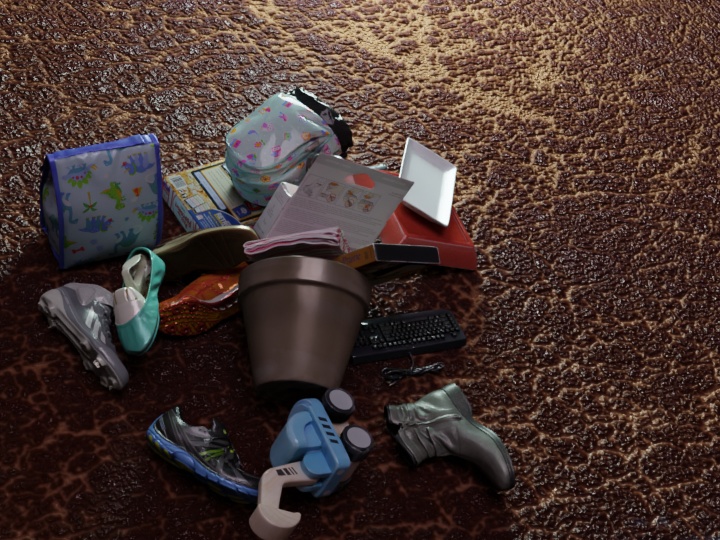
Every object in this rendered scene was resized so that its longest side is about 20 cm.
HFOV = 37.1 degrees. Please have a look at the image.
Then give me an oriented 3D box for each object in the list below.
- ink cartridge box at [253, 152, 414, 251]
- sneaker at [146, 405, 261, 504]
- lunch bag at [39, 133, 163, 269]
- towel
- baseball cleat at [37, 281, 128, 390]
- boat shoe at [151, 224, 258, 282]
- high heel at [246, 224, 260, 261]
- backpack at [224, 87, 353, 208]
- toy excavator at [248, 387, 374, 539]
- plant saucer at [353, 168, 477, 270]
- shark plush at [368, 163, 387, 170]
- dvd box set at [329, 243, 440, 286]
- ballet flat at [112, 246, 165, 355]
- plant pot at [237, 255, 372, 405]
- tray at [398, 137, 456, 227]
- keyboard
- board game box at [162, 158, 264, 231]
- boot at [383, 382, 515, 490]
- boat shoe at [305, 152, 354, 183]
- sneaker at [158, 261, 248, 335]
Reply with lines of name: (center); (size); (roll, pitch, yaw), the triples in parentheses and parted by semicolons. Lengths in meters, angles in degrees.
ink cartridge box: (-0.040, -0.101, 1.655); (0.200, 0.174, 0.044); (13, 31, -41)
sneaker: (-0.196, 0.249, 1.456); (0.199, 0.071, 0.083); (30, 66, 14)
lunch bag: (-0.395, -0.118, 1.636); (0.170, 0.200, 0.128); (-16, 56, -26)
towel: (-0.087, -0.017, 1.628); (0.146, 0.200, 0.030); (-9, 75, 5)
baseball cleat: (-0.378, 0.083, 1.555); (0.106, 0.070, 0.200); (-32, 65, -35)
boat shoe: (-0.243, -0.040, 1.654); (0.200, 0.072, 0.072); (-18, 32, 23)
high heel: (-0.138, -0.022, 1.720); (0.199, 0.067, 0.096); (-10, 57, -21)
backpack: (-0.131, -0.202, 1.754); (0.200, 0.127, 0.167); (-41, 57, -20)
toy excavator: (-0.082, 0.262, 1.433); (0.200, 0.100, 0.195); (-1, 47, -36)
plant saucer: (0.100, -0.095, 1.826); (0.200, 0.037, 0.200); (8, 45, -38)
shark plush: (-0.019, -0.138, 1.880); (0.083, 0.091, 0.200); (49, 31, 2)
dvd box set: (0.000, 0.000, 1.631); (0.146, 0.200, 0.029); (2, 74, -47)
ballet flat: (-0.329, 0.037, 1.554); (0.067, 0.070, 0.200); (-26, 36, 18)
plant pot: (-0.086, 0.098, 1.565); (0.199, 0.200, 0.174); (7, 64, -10)
tray: (0.110, -0.149, 1.846); (0.107, 0.022, 0.200); (31, 35, -12)
keyboard: (0.075, 0.118, 1.690); (0.199, 0.021, 0.127); (-8, 53, -21)
board game box: (-0.210, -0.120, 1.795); (0.200, 0.046, 0.152); (-21, 58, -30)
boot: (0.124, 0.260, 1.560); (0.130, 0.068, 0.200); (-20, 50, -24)
boat shoe: (-0.044, -0.114, 1.745); (0.071, 0.200, 0.072); (29, 53, 33)
sneaker: (-0.239, 0.044, 1.642); (0.200, 0.073, 0.077); (-20, 41, -37)
